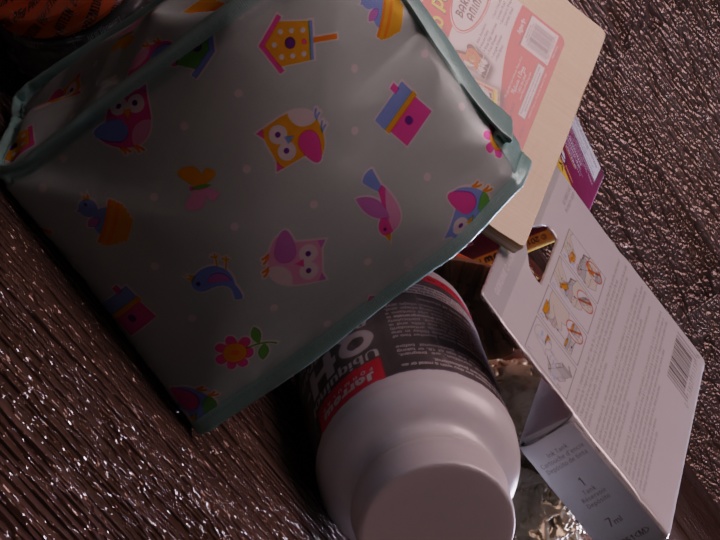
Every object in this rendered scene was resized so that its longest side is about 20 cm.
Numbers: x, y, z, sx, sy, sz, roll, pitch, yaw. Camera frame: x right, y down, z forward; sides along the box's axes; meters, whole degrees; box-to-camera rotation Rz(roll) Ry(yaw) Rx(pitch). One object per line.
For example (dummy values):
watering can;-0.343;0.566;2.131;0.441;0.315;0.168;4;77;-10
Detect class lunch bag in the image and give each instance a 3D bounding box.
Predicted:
lunch bag;-0.042;-0.056;0.951;0.171;0.199;0.122;53;10;-20

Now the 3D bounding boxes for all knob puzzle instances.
knob puzzle;0.032;-0.126;1.152;0.218;0.030;0.222;15;60;-28

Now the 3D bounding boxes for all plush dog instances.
plush dog;0.096;0.144;1.276;0.200;0.159;0.173;51;33;-35

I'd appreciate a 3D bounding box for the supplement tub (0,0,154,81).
supplement tub;-0.110;-0.124;1.073;0.123;0.122;0.200;62;9;31

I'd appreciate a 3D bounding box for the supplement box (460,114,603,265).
supplement box;0.086;-0.069;1.427;0.200;0.130;0.104;-51;118;-75

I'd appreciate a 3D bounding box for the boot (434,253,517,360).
boot;0.000;0.000;1.284;0.199;0.076;0.107;21;5;-16

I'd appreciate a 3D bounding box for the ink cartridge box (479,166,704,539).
ink cartridge box;0.125;0.045;1.185;0.174;0.043;0.200;50;28;-12

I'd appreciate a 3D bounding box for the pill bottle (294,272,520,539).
pill bottle;0.026;0.086;1.116;0.111;0.110;0.200;53;9;-26

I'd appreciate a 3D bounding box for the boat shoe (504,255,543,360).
boat shoe;0.103;0.027;1.470;0.201;0.070;0.071;-106;171;-58
